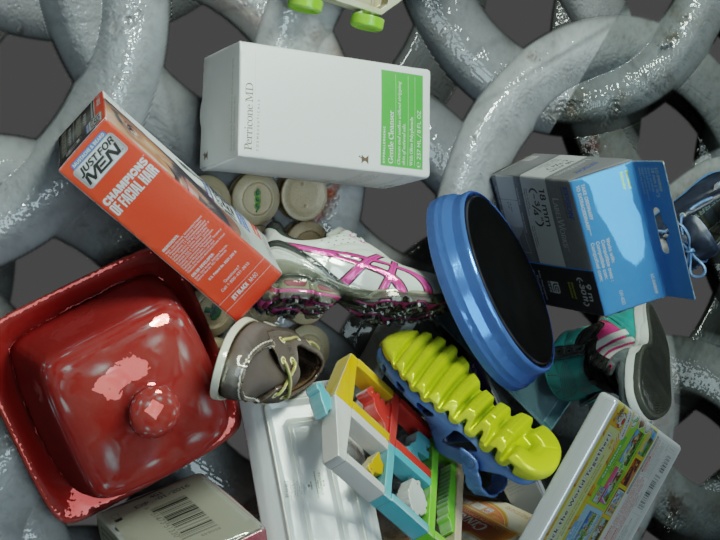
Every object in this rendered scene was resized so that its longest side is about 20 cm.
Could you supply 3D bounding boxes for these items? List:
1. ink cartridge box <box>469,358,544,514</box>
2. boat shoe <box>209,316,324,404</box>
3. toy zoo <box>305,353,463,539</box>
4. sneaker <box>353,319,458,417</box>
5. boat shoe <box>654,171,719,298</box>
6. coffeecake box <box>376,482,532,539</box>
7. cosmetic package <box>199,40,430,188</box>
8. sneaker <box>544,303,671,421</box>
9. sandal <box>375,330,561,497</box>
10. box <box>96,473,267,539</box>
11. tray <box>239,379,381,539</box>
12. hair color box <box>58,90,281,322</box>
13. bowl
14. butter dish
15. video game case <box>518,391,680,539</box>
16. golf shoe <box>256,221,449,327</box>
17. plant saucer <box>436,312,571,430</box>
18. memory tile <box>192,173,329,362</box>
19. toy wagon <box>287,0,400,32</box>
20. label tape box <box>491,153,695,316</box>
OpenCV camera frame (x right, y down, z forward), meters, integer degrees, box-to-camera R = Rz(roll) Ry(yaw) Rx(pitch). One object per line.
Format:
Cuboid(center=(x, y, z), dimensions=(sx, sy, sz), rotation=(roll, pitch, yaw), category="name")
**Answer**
Cuboid(center=(0.140, 0.170, 1.433), dimensions=(0.039, 0.100, 0.201), rotation=(-24, 120, 5), category="ink cartridge box")
Cuboid(center=(-0.079, 0.083, 1.247), dimensions=(0.059, 0.200, 0.072), rotation=(20, 93, 10), category="boat shoe")
Cuboid(center=(0.024, 0.163, 1.303), dimensions=(0.200, 0.020, 0.132), rotation=(44, 30, -25), category="toy zoo")
Cuboid(center=(0.029, 0.132, 1.399), dimensions=(0.099, 0.071, 0.200), rotation=(42, 71, -22), category="sneaker")
Cuboid(center=(0.358, -0.044, 1.569), dimensions=(0.200, 0.069, 0.084), rotation=(-50, 116, -16), category="boat shoe")
Cuboid(center=(0.060, 0.284, 1.386), dimensions=(0.199, 0.153, 0.074), rotation=(-16, 106, -27), category="coffeecake box")
Cuboid(center=(-0.041, -0.138, 1.314), dimensions=(0.199, 0.085, 0.108), rotation=(3, 84, -31), category="cosmetic package")
Cuboid(center=(0.247, 0.105, 1.469), dimensions=(0.120, 0.200, 0.084), rotation=(-23, 105, 21), category="sneaker")
Cuboid(center=(0.086, 0.138, 1.327), dimensions=(0.200, 0.087, 0.079), rotation=(44, 43, 17), category="sandal")
Cuboid(center=(-0.145, 0.303, 1.268), dimensions=(0.109, 0.128, 0.201), rotation=(-19, 117, -28), category="box")
Cuboid(center=(-0.041, 0.193, 1.290), dimensions=(0.107, 0.022, 0.201), rotation=(-6, 67, -15), category="tray")
Cuboid(center=(-0.163, -0.056, 1.227), dimensions=(0.200, 0.111, 0.064), rotation=(41, 97, -21), category="hair color box")
Cuboid(center=(0.129, 0.015, 1.386), dimensions=(0.039, 0.201, 0.201), rotation=(-25, 114, 21), category="bowl")
Cuboid(center=(-0.194, 0.107, 1.221), dimensions=(0.199, 0.148, 0.201), rotation=(-28, 108, -21), category="butter dish")
Cuboid(center=(0.217, 0.227, 1.350), dimensions=(0.182, 0.023, 0.201), rotation=(34, 86, -53), category="video game case")
Cuboid(center=(0.000, 0.000, 1.339), dimensions=(0.199, 0.073, 0.093), rotation=(7, 67, -22), category="golf shoe")
Cuboid(center=(0.154, 0.083, 1.497), dimensions=(0.200, 0.019, 0.070), rotation=(44, 74, -25), category="plant saucer")
Cuboid(center=(-0.096, 0.007, 1.345), dimensions=(0.153, 0.017, 0.201), rotation=(-5, 98, -29), category="memory tile")
Cuboid(center=(0.009, -0.306, 1.356), dimensions=(0.199, 0.040, 0.156), rotation=(11, 90, -31), category="toy wagon")
Cuboid(center=(0.224, -0.035, 1.417), dimensions=(0.063, 0.200, 0.145), rotation=(-25, 107, -26), category="label tape box")
